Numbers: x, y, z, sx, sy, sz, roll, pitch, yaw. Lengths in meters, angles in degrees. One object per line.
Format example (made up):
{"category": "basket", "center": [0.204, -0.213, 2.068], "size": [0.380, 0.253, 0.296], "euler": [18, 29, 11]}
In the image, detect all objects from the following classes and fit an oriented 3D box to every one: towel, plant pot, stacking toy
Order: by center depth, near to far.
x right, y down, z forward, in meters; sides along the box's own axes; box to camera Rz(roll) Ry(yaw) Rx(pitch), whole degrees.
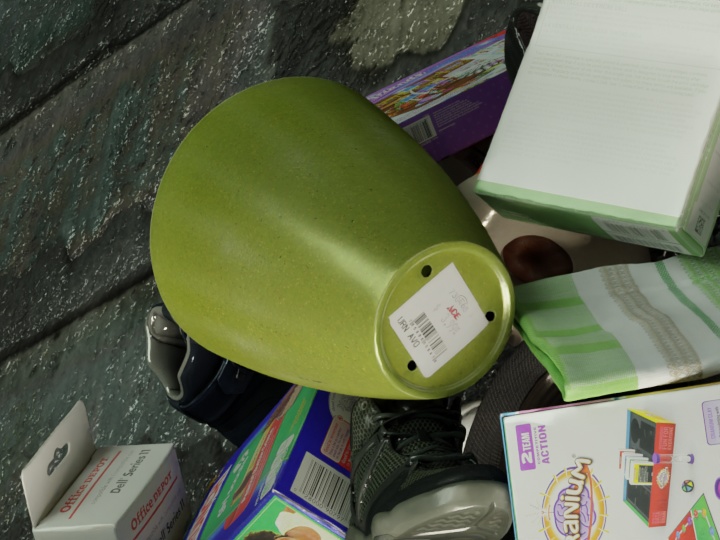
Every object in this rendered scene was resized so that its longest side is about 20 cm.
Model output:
{"category": "towel", "center": [0.190, 0.019, 1.163], "size": [0.149, 0.199, 0.031], "euler": [-122, 23, -69]}
{"category": "plant pot", "center": [0.000, 0.000, 1.231], "size": [0.188, 0.187, 0.200], "euler": [-59, 35, 1]}
{"category": "stacking toy", "center": [0.134, -0.056, 1.395], "size": [0.146, 0.146, 0.200], "euler": [-33, 22, 36]}

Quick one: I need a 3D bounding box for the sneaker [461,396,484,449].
{"category": "sneaker", "center": [0.056, 0.166, 1.354], "size": [0.201, 0.070, 0.080], "euler": [-54, 37, 24]}

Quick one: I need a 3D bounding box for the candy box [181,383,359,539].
{"category": "candy box", "center": [-0.055, 0.163, 1.411], "size": [0.200, 0.077, 0.169], "euler": [-51, 10, 38]}

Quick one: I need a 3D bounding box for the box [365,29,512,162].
{"category": "box", "center": [0.083, -0.125, 1.446], "size": [0.199, 0.039, 0.137], "euler": [-27, 15, -19]}

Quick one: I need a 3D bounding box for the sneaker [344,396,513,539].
{"category": "sneaker", "center": [0.035, 0.113, 1.212], "size": [0.199, 0.076, 0.115], "euler": [131, 138, -72]}

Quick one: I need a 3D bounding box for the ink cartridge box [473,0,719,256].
{"category": "ink cartridge box", "center": [0.165, -0.119, 1.240], "size": [0.145, 0.048, 0.201], "euler": [12, 76, 37]}

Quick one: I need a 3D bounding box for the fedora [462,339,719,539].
{"category": "fedora", "center": [0.158, 0.115, 1.221], "size": [0.200, 0.090, 0.178], "euler": [-4, 62, 53]}

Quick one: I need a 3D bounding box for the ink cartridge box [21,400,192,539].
{"category": "ink cartridge box", "center": [-0.166, 0.201, 1.473], "size": [0.067, 0.201, 0.117], "euler": [-4, 24, 20]}

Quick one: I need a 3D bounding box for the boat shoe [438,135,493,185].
{"category": "boat shoe", "center": [0.047, -0.068, 1.515], "size": [0.070, 0.071, 0.200], "euler": [-43, 12, -30]}

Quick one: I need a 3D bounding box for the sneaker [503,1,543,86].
{"category": "sneaker", "center": [0.188, -0.108, 1.331], "size": [0.200, 0.115, 0.076], "euler": [46, 132, 32]}

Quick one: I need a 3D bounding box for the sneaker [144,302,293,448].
{"category": "sneaker", "center": [-0.074, 0.029, 1.564], "size": [0.077, 0.146, 0.203], "euler": [7, 69, 57]}

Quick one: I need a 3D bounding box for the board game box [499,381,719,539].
{"category": "board game box", "center": [0.180, 0.136, 1.092], "size": [0.199, 0.040, 0.154], "euler": [-9, 77, 18]}
